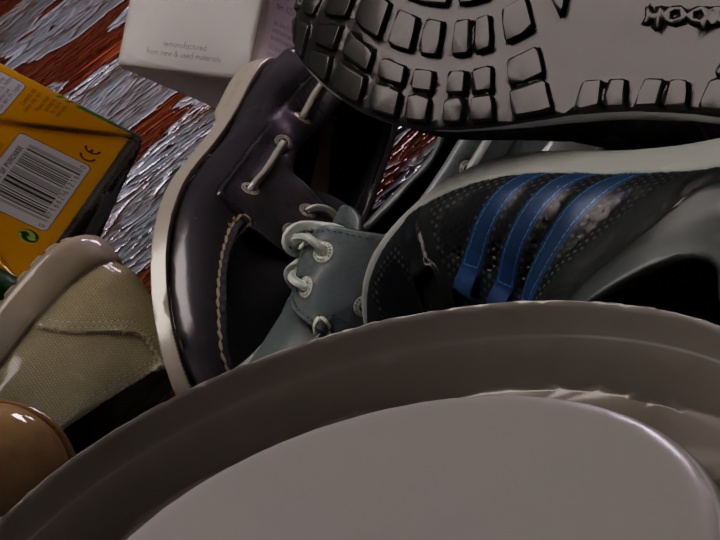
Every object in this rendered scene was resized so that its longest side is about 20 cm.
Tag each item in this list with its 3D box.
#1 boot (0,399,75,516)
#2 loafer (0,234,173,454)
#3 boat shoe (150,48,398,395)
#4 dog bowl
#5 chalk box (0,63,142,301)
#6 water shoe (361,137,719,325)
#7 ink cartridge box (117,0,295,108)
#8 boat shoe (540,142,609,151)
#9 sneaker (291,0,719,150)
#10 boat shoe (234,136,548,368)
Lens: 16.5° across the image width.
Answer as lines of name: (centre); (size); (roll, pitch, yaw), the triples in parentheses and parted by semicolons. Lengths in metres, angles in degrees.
boot: (-0.138, 0.061, 0.693); (0.175, 0.066, 0.200); (-16, -8, -25)
loafer: (-0.133, 0.080, 0.875); (0.200, 0.068, 0.076); (-55, -16, -7)
boat shoe: (-0.027, -0.020, 0.921); (0.063, 0.073, 0.200); (-11, 35, 20)
dog bowl: (0.009, 0.082, 0.507); (0.200, 0.059, 0.200); (-15, 26, 7)
chalk box: (-0.192, 0.020, 1.002); (0.200, 0.124, 0.125); (-62, -1, 36)
water shoe: (0.057, 0.011, 0.667); (0.200, 0.072, 0.079); (-17, 24, 49)
ink cartridge box: (-0.032, -0.169, 1.066); (0.067, 0.200, 0.117); (10, -4, 25)
boat shoe: (0.096, -0.063, 0.783); (0.201, 0.072, 0.070); (-40, 17, -5)
sneaker: (0.074, -0.054, 0.716); (0.200, 0.088, 0.076); (11, 74, 35)
boat shoe: (0.000, 0.000, 0.830); (0.200, 0.062, 0.073); (-41, 18, -9)
